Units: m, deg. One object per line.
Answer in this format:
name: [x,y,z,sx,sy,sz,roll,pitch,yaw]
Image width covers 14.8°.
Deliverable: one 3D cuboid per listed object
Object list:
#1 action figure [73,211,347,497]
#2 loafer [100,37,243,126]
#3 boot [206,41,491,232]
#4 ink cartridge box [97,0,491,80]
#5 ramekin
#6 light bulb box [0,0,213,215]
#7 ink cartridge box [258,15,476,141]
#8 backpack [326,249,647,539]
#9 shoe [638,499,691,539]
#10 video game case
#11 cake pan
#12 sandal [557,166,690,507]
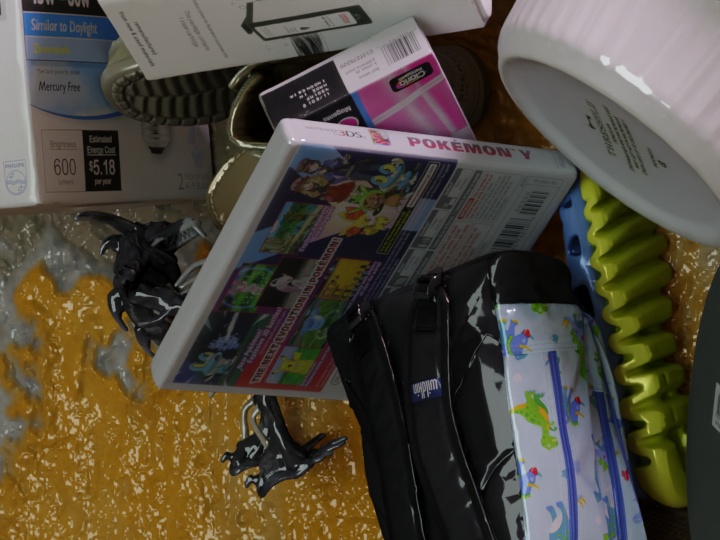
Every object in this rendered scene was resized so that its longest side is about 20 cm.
action figure: [-0.085,0.031,1.655,0.102,0.119,0.200,-34,95,-7]
loafer: [-0.061,-0.145,1.632,0.199,0.076,0.068,-18,58,-9]
boot: [-0.039,-0.076,1.602,0.199,0.154,0.072,-28,77,27]
ink cartridge box: [-0.034,-0.198,1.509,0.199,0.084,0.147,-9,58,15]
ramekin: [0.161,-0.097,1.446,0.202,0.202,0.094,33,79,26]
light bulb box: [-0.195,-0.135,1.669,0.124,0.198,0.201,-5,91,29]
ink cartridge box: [0.022,-0.052,1.534,0.094,0.200,0.037,-27,53,3]
backpack: [0.075,0.110,1.494,0.163,0.153,0.201,-27,59,45]
shoe: [0.223,0.180,1.517,0.199,0.070,0.054,18,137,30]
video game case: [0.000,0.000,1.537,0.200,0.181,0.023,-59,38,39]
cake pan: [0.205,0.077,1.442,0.037,0.200,0.201,5,95,-5]
sandal: [0.133,0.038,1.552,0.087,0.079,0.201,-12,84,35]
